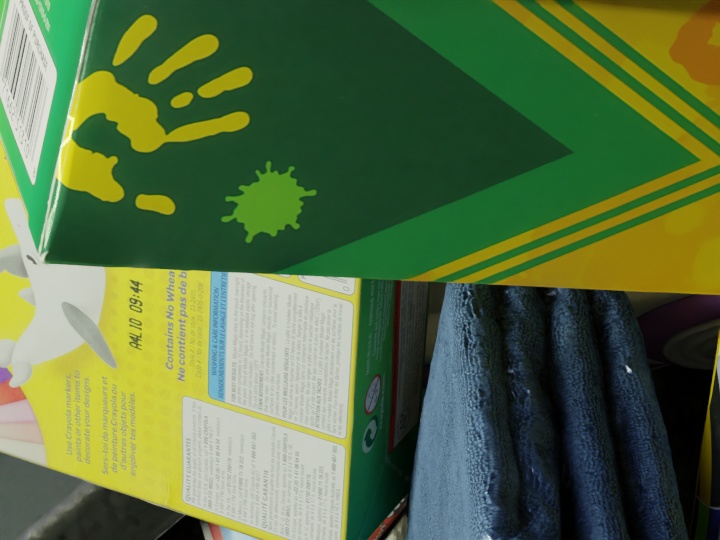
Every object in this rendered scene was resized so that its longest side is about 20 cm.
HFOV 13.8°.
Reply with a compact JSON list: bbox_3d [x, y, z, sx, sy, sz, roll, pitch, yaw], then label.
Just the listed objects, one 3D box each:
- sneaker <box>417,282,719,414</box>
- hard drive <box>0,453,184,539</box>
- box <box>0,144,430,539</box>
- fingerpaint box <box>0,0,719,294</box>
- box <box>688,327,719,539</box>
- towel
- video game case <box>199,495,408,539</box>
[{"bbox_3d":[0.051,-0.016,0.763,0.200,0.075,0.100,-15,69,41],"label":"sneaker"},{"bbox_3d":[-0.133,0.062,0.975,0.140,0.033,0.200,-40,29,0],"label":"hard drive"},{"bbox_3d":[-0.080,-0.010,0.749,0.200,0.048,0.117,16,122,20],"label":"box"},{"bbox_3d":[-0.005,-0.081,0.662,0.200,0.167,0.073,-116,35,-52],"label":"fingerpaint box"},{"bbox_3d":[0.121,0.025,0.646,0.064,0.070,0.200,6,86,59],"label":"box"},{"bbox_3d":[0.036,0.089,0.718,0.200,0.049,0.112,98,171,-48],"label":"towel"},{"bbox_3d":[0.000,0.000,0.888,0.200,0.017,0.143,-54,41,34],"label":"video game case"}]
